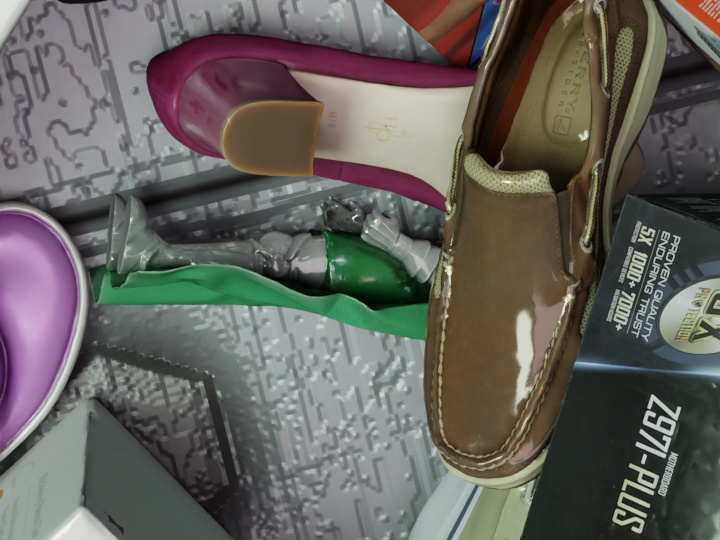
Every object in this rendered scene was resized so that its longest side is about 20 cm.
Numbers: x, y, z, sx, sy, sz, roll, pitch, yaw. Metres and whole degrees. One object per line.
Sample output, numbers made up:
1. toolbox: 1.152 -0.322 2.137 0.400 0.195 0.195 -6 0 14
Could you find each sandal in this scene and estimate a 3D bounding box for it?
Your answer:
1. sandal: -0.180 0.064 1.106 0.082 0.050 0.203 36 98 -12

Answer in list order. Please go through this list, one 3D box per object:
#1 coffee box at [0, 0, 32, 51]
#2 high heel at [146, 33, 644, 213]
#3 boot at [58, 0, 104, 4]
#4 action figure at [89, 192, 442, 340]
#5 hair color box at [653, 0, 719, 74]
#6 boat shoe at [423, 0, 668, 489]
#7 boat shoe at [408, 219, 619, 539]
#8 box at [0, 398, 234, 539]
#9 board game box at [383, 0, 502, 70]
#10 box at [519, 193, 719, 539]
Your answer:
1. coffee box: -0.237 -0.103 0.984 0.200 0.200 0.198 31 99 -11
2. high heel: 0.015 -0.064 1.102 0.200 0.096 0.068 10 107 -29
3. boot: -0.046 -0.192 1.058 0.200 0.068 0.131 -24 94 -1
4. action figure: 0.000 0.000 1.089 0.200 0.118 0.055 7 93 -15
5. hair color box: 0.172 -0.083 1.013 0.064 0.200 0.111 -45 117 7
6. boat shoe: 0.057 -0.023 1.017 0.075 0.075 0.203 6 78 26
7. boat shoe: 0.087 0.067 1.097 0.072 0.062 0.200 -6 132 -43
8. box: -0.144 0.171 1.082 0.200 0.152 0.106 -42 103 6
9. board game box: 0.089 -0.166 1.055 0.200 0.103 0.019 -45 58 6
10. box: 0.157 0.059 1.053 0.086 0.200 0.164 23 103 29
